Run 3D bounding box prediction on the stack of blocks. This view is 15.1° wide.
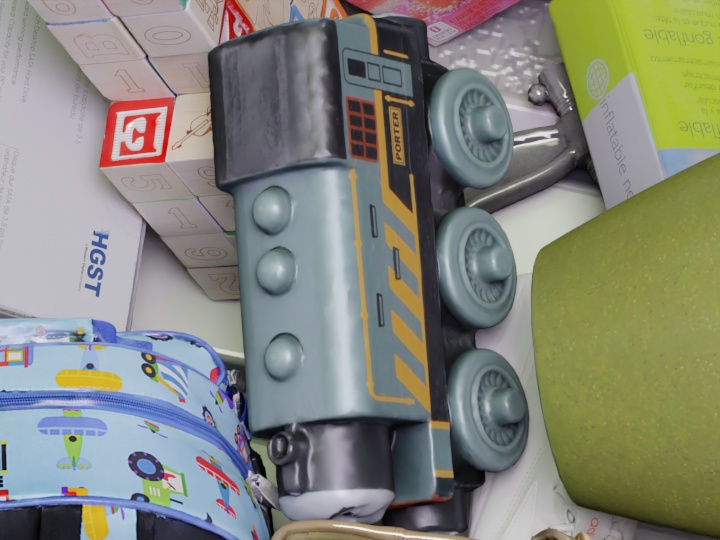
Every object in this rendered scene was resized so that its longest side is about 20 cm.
[{"bbox_3d":[-0.061,-0.084,1.053,0.058,0.200,0.116,-3,61,20],"label":"stack of blocks"}]

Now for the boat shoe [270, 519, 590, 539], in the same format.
[{"bbox_3d":[0.058,0.122,0.909,0.199,0.067,0.074,2,30,15],"label":"boat shoe"}]

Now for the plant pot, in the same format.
[{"bbox_3d":[0.165,0.024,0.933,0.199,0.187,0.188,-10,63,14],"label":"plant pot"}]

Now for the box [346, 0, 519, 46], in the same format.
[{"bbox_3d":[0.070,-0.189,1.110,0.200,0.095,0.103,-27,60,31],"label":"box"}]

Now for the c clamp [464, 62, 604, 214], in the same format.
[{"bbox_3d":[0.098,0.002,1.110,0.170,0.027,0.201,-18,66,-7],"label":"c clamp"}]

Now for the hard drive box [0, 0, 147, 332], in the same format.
[{"bbox_3d":[-0.184,-0.054,1.065,0.199,0.077,0.156,19,62,-23],"label":"hard drive box"}]

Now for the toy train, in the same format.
[{"bbox_3d":[0.000,0.000,0.990,0.085,0.114,0.201,-11,78,38],"label":"toy train"}]

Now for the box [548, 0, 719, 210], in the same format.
[{"bbox_3d":[0.158,-0.031,1.091,0.122,0.048,0.201,2,61,-29],"label":"box"}]

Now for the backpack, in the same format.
[{"bbox_3d":[-0.118,0.084,0.977,0.182,0.200,0.135,-1,64,0],"label":"backpack"}]

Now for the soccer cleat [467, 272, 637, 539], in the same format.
[{"bbox_3d":[0.076,0.096,1.021,0.069,0.077,0.201,9,69,-41],"label":"soccer cleat"}]
